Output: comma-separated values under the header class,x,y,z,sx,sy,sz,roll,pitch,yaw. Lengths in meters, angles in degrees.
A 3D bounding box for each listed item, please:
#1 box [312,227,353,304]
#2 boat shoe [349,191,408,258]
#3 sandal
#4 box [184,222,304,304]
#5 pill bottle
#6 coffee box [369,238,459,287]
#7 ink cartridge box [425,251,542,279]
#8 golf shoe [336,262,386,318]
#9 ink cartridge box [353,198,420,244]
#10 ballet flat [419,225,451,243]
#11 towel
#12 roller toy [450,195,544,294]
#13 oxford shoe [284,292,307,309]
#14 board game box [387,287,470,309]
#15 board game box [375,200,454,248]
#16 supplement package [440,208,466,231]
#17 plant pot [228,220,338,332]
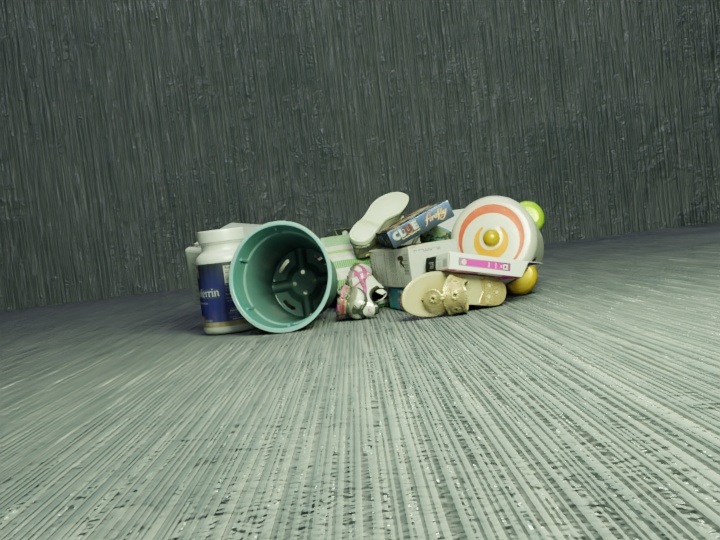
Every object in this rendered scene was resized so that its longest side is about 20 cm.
class,x,y,z,sx,sy,sz,roll,pitch,yaw
box,-0.034,-0.013,1.672,0.123,0.151,0.199,-29,-6,25
boat shoe,0.044,-0.105,1.547,0.071,0.061,0.202,22,49,27
sandal,0.176,0.037,1.195,0.207,0.080,0.069,-3,-5,-23
box,-0.255,-0.013,1.551,0.195,0.134,0.200,5,24,23
pill bottle,-0.270,0.019,1.378,0.113,0.205,0.116,-7,2,0
coffee box,0.107,-0.012,1.388,0.111,0.082,0.199,-10,3,-21
ink cartridge box,0.227,-0.006,1.261,0.196,0.038,0.094,4,-5,-20
golf shoe,0.009,0.045,1.376,0.090,0.074,0.201,7,24,6
ink cartridge box,0.083,-0.061,1.645,0.116,0.200,0.067,-47,33,-2
ballet flat,0.191,-0.035,1.500,0.073,0.076,0.199,-5,-21,31
towel,0.000,0.000,1.509,0.150,0.202,0.024,-8,-37,-24
roller toy,0.282,-0.051,1.419,0.179,0.205,0.139,2,-9,23
oxford shoe,-0.211,0.078,1.602,0.195,0.076,0.058,1,46,6
board game box,0.153,0.047,1.354,0.149,0.046,0.200,-9,3,-14
board game box,0.105,-0.092,1.387,0.134,0.035,0.200,-29,5,-4
supplement package,0.280,-0.066,1.819,0.116,0.119,0.199,-4,-22,42
plant pot,-0.132,0.017,1.345,0.196,0.205,0.196,-6,-4,9
